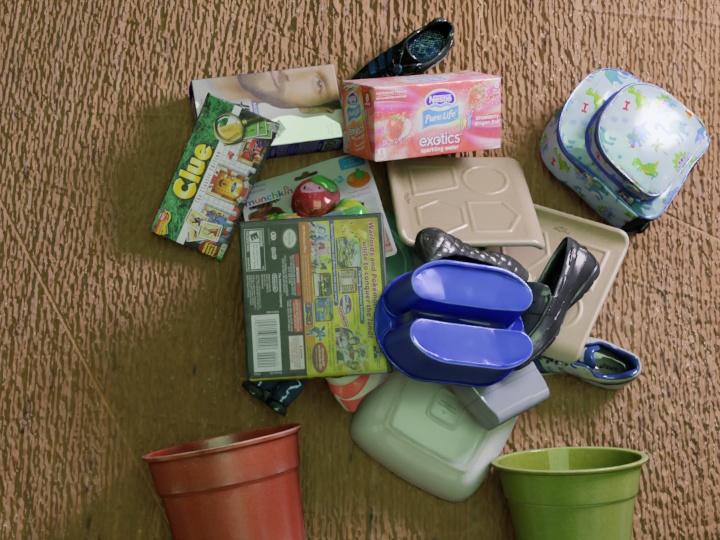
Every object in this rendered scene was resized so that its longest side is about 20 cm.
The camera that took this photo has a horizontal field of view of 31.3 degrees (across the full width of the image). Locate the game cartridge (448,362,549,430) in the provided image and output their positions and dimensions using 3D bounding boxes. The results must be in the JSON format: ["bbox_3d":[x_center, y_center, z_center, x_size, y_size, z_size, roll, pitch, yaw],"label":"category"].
[{"bbox_3d":[0.151,0.102,1.668,0.133,0.040,0.200,-22,75,-41],"label":"game cartridge"}]

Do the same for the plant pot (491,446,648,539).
[{"bbox_3d":[0.272,0.335,1.651,0.200,0.200,0.190,-2,90,-9],"label":"plant pot"}]

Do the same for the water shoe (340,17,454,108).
[{"bbox_3d":[0.049,-0.285,1.796,0.072,0.079,0.200,45,75,3],"label":"water shoe"}]

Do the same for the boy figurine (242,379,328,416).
[{"bbox_3d":[-0.075,0.087,1.679,0.124,0.064,0.200,34,87,-8],"label":"boy figurine"}]

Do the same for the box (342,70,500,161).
[{"bbox_3d":[0.083,-0.211,1.736,0.200,0.095,0.103,-8,106,-26],"label":"box"}]

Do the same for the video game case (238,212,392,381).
[{"bbox_3d":[-0.056,0.033,1.597,0.180,0.026,0.200,-4,86,2],"label":"video game case"}]

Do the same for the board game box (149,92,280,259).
[{"bbox_3d":[-0.194,-0.124,1.707,0.105,0.023,0.200,22,98,-13],"label":"board game box"}]

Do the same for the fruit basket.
[{"bbox_3d":[-0.061,-0.070,1.695,0.185,0.094,0.200,-16,55,1],"label":"fruit basket"}]

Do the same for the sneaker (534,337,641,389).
[{"bbox_3d":[0.284,0.109,1.740,0.200,0.088,0.075,10,78,-5],"label":"sneaker"}]

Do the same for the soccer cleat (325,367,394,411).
[{"bbox_3d":[0.030,0.100,1.681,0.200,0.068,0.073,-42,130,-33],"label":"soccer cleat"}]

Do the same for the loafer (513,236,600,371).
[{"bbox_3d":[0.234,0.043,1.665,0.070,0.068,0.201,45,69,-18],"label":"loafer"}]

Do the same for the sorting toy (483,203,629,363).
[{"bbox_3d":[0.247,0.014,1.752,0.185,0.036,0.200,19,72,24],"label":"sorting toy"}]

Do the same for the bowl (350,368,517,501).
[{"bbox_3d":[0.109,0.187,1.704,0.200,0.075,0.200,31,75,-2],"label":"bowl"}]

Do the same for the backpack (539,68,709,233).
[{"bbox_3d":[0.366,-0.180,1.787,0.200,0.147,0.183,37,73,4],"label":"backpack"}]

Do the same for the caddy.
[{"bbox_3d":[0.117,0.066,1.571,0.200,0.105,0.142,9,70,-17],"label":"caddy"}]

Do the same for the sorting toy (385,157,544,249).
[{"bbox_3d":[0.138,-0.090,1.744,0.200,0.037,0.185,3,42,-9],"label":"sorting toy"}]

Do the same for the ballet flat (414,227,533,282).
[{"bbox_3d":[0.146,0.002,1.655,0.200,0.066,0.057,21,45,-33],"label":"ballet flat"}]

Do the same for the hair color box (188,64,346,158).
[{"bbox_3d":[-0.127,-0.213,1.763,0.200,0.065,0.109,-8,79,-12],"label":"hair color box"}]

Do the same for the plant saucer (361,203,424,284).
[{"bbox_3d":[0.000,0.000,1.748,0.200,0.036,0.200,2,77,-9],"label":"plant saucer"}]

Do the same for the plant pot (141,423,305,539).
[{"bbox_3d":[-0.153,0.305,1.587,0.201,0.201,0.196,-10,88,-11],"label":"plant pot"}]
